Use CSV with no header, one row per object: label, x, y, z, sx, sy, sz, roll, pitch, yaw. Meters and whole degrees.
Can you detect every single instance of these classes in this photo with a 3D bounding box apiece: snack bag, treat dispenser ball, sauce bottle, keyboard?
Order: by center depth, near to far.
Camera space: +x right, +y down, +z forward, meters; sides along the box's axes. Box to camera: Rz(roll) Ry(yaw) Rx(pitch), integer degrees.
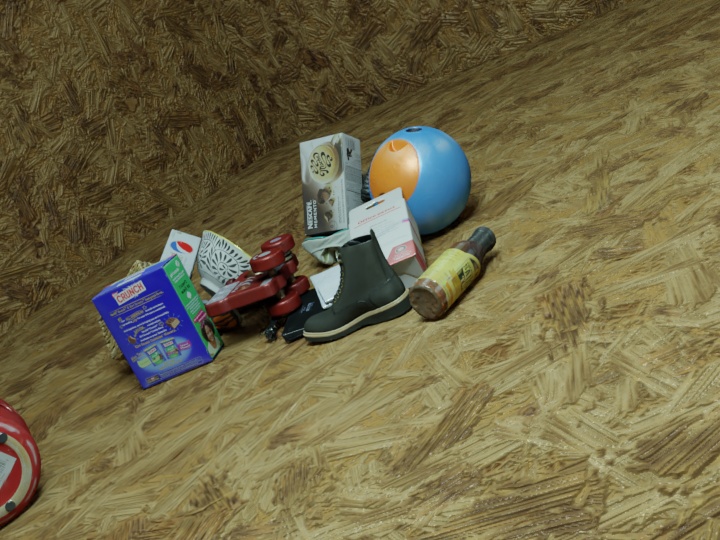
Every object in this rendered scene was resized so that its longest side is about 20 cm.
sauce bottle,0.147,-0.004,1.285,0.065,0.067,0.200,-10,25,45
keyboard,-0.114,0.081,1.536,0.125,0.021,0.201,-18,17,11
snack bag,0.000,0.000,1.566,0.185,0.022,0.200,-25,17,-3
treat dispenser ball,0.113,-0.171,1.604,0.198,0.204,0.201,-25,16,8

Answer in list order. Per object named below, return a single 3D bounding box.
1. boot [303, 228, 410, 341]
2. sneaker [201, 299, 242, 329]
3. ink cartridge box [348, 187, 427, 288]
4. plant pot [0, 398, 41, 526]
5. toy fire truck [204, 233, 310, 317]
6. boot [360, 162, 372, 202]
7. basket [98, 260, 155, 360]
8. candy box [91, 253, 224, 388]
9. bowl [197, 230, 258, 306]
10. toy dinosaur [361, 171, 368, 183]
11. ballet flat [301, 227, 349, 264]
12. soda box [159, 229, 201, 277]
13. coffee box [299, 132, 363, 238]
boot,-0.028,0.024,1.353,0.197,0.140,0.078,-22,16,21
sneaker,-0.312,0.113,1.686,0.112,0.078,0.199,-42,12,-27
ink cartridge box,0.045,-0.047,1.466,0.115,0.068,0.202,-23,38,13
plant pot,-0.622,0.306,1.350,0.199,0.203,0.181,-35,21,-27
toy fire truck,-0.195,0.021,1.587,0.165,0.114,0.200,-16,16,14
boot,0.100,-0.199,1.806,0.155,0.081,0.211,15,33,17
basket,-0.434,0.097,1.782,0.147,0.144,0.201,9,-52,-48
candy box,-0.379,0.097,1.588,0.166,0.203,0.077,-21,16,17
bowl,-0.272,0.016,1.748,0.095,0.200,0.200,-55,24,-14
toy dinosaur,-0.023,-0.145,1.852,0.137,0.084,0.203,-88,16,-56
ballet flat,-0.054,-0.045,1.745,0.198,0.070,0.069,-12,22,45
soda box,-0.373,-0.005,1.704,0.201,0.067,0.065,-93,22,-61
coffee box,-0.060,-0.175,1.789,0.111,0.205,0.079,-7,-7,31
